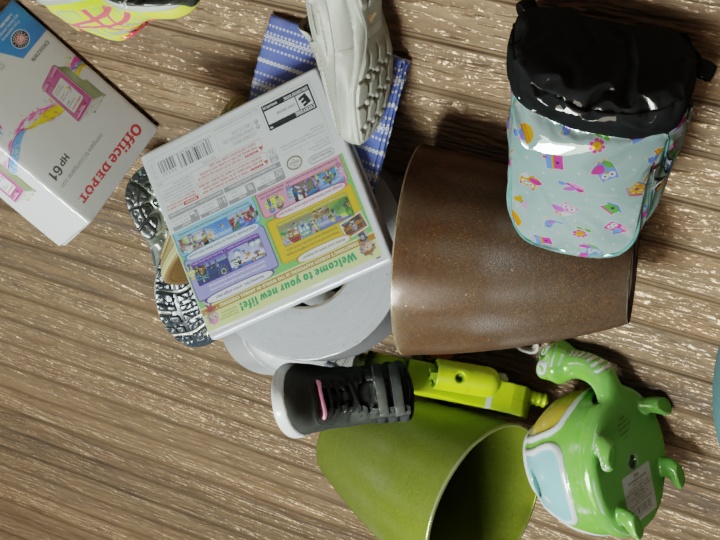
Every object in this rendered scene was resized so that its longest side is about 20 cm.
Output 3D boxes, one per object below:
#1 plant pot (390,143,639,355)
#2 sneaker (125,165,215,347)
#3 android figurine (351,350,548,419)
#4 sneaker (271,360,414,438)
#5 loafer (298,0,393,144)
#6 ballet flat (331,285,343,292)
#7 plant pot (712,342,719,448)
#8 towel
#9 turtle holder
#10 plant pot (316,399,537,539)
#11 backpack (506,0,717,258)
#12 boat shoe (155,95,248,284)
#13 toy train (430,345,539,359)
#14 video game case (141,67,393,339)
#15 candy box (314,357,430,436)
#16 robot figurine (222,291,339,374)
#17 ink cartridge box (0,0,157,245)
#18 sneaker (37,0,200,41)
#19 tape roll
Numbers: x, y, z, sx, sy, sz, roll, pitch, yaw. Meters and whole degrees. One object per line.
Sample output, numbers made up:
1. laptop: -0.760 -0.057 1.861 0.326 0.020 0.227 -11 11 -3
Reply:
1. plant pot: 0.142 -0.008 1.543 0.198 0.188 0.188 6 143 13
2. sneaker: -0.185 -0.021 1.838 0.077 0.086 0.202 -14 103 4
3. android figurine: 0.093 0.117 1.802 0.198 0.042 0.182 12 174 -9
4. sneaker: -0.011 0.115 1.656 0.098 0.072 0.200 -11 173 22
5. loafer: -0.016 -0.201 1.475 0.069 0.070 0.202 15 126 27
6. ballet flat: 0.000 0.000 1.681 0.198 0.071 0.071 18 147 12
7. plant pot: 0.393 0.140 1.550 0.198 0.135 0.201 22 148 15
8. towel: -0.042 -0.113 1.571 0.144 0.024 0.202 20 104 20
9. turtle holder: 0.224 0.176 1.739 0.131 0.142 0.186 -2 137 43
10. plant pot: 0.054 0.210 1.824 0.199 0.187 0.188 23 150 37
11. backpack: 0.181 -0.106 1.402 0.165 0.127 0.201 19 150 13
12. boat shoe: -0.143 -0.075 1.710 0.063 0.073 0.201 46 113 29
13. toy train: 0.094 0.028 1.728 0.149 0.056 0.201 6 140 36
14. video game case: -0.084 -0.058 1.572 0.199 0.022 0.184 -24 86 23
15. candy box: 0.039 0.165 1.962 0.198 0.056 0.116 17 143 20
16. robot figurine: -0.081 0.051 1.826 0.170 0.113 0.200 50 165 -9
17. ink cartridge box: -0.324 -0.146 1.760 0.200 0.145 0.084 42 146 -16
18. sneaker: -0.212 -0.250 1.601 0.199 0.079 0.090 12 152 38
19. tape roll: -0.043 -0.017 1.628 0.198 0.202 0.066 21 -176 17
